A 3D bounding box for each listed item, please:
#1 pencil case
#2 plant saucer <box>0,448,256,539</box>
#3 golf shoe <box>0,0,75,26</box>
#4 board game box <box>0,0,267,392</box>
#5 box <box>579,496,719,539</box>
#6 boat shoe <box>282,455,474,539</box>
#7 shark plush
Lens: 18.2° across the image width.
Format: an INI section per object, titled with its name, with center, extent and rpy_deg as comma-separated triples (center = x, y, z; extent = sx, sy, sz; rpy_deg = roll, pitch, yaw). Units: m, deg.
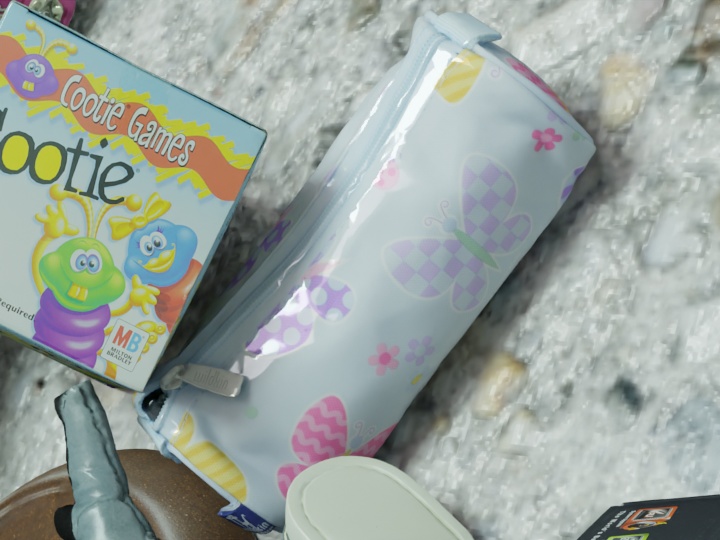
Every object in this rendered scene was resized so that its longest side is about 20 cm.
[pencil case]
center = 0.000, 0.000, 0.841
extent = 0.200, 0.091, 0.083
rpy_deg = -51, 31, 4
[plant saucer]
center = -0.123, 0.162, 0.898
extent = 0.199, 0.034, 0.202
rpy_deg = -20, 56, 32
[golf shoe]
center = -0.218, -0.101, 1.102
extent = 0.200, 0.075, 0.092
rpy_deg = -38, 33, 15
[board game box]
center = -0.112, -0.021, 0.866
extent = 0.104, 0.104, 0.200
rpy_deg = -64, 7, -6
[box]
center = 0.107, 0.114, 0.618
extent = 0.160, 0.200, 0.050
rpy_deg = -7, 102, 33
[boat shoe]
center = 0.037, 0.148, 0.768
extent = 0.200, 0.072, 0.062
rpy_deg = 47, 143, 37
[shark plush]
center = -0.057, 0.136, 0.804
extent = 0.083, 0.091, 0.201
rpy_deg = -28, 68, 11
